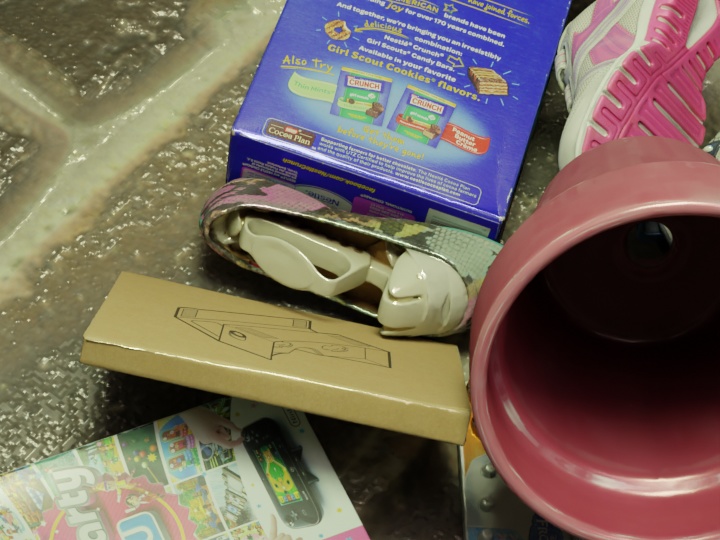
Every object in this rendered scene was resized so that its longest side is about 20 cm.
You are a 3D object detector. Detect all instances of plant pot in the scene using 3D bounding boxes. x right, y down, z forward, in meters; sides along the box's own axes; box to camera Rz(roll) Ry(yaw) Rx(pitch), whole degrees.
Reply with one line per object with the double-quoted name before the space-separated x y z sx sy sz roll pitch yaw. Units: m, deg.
"plant pot" 0.156 0.020 1.017 0.200 0.200 0.179 12 24 -3

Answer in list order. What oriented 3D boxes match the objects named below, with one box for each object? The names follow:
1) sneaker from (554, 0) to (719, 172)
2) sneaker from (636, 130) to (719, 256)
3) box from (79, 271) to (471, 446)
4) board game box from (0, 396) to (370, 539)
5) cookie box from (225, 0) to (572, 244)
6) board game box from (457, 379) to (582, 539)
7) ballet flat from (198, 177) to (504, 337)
"sneaker" 0.159 -0.112 1.160 0.081 0.088 0.200 50 50 -24
"sneaker" 0.209 -0.040 1.148 0.085 0.077 0.200 10 79 12
"box" -0.042 0.045 1.038 0.200 0.021 0.163 13 10 -2
"board game box" -0.100 0.158 0.989 0.200 0.064 0.148 -18 60 -21
"cookie box" 0.027 -0.110 1.188 0.171 0.075 0.200 19 55 2
"board game box" 0.157 0.148 1.067 0.200 0.026 0.200 4 55 -9
"ballet flat" 0.000 0.000 1.106 0.200 0.069 0.071 18 27 5
